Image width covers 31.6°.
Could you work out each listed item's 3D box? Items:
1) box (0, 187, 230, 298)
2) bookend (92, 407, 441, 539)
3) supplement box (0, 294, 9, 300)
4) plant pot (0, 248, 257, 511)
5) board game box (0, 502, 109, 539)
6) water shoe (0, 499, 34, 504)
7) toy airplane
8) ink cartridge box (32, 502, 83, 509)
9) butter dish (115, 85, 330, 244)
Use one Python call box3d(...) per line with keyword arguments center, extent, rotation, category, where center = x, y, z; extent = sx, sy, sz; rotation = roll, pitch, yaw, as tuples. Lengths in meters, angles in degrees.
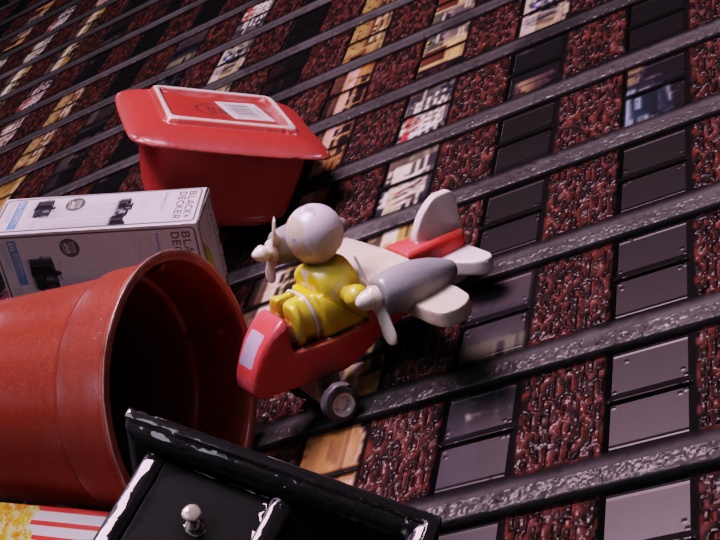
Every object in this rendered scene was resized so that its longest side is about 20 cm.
box3d(center=(-0.231, -0.010, 1.189), extent=(0.198, 0.117, 0.060), rotation=(-2, 35, 7), category="box")
box3d(center=(-0.081, 0.204, 0.697), extent=(0.199, 0.092, 0.199), rotation=(18, 48, 13), category="bookend")
box3d(center=(-0.390, 0.105, 1.280), extent=(0.199, 0.086, 0.111), rotation=(-23, 30, 20), category="supplement box")
box3d(center=(-0.210, 0.092, 0.954), extent=(0.194, 0.202, 0.201), rotation=(-5, 38, 25), category="plant pot")
box3d(center=(-0.210, 0.237, 0.853), extent=(0.199, 0.046, 0.152), rotation=(-1, 53, 23), category="board game box")
box3d(center=(-0.276, 0.156, 1.080), extent=(0.199, 0.072, 0.079), rotation=(-36, 8, -5), category="water shoe")
box3d(center=(0.000, 0.000, 0.972), extent=(0.199, 0.141, 0.200), rotation=(-20, 31, 26), category="toy airplane")
box3d(center=(-0.255, 0.229, 0.986), extent=(0.109, 0.050, 0.200), rotation=(-40, 30, -11), category="ink cartridge box")
box3d(center=(-0.149, -0.096, 1.288), extent=(0.198, 0.149, 0.200), rotation=(2, 20, -18), category="butter dish")
